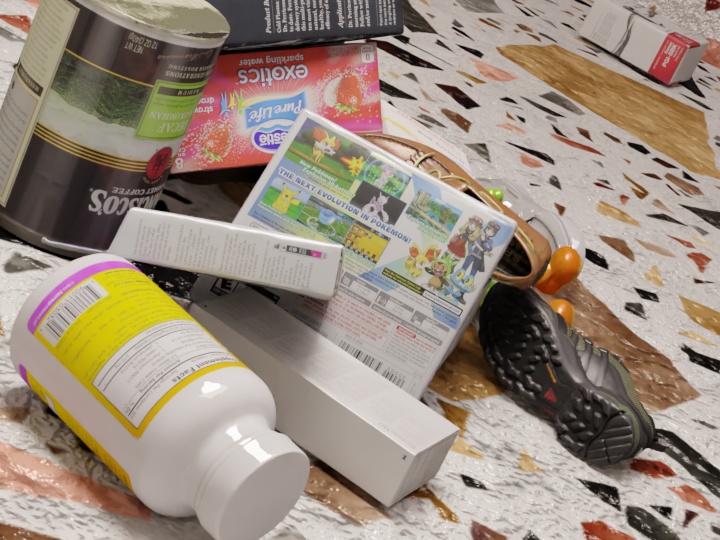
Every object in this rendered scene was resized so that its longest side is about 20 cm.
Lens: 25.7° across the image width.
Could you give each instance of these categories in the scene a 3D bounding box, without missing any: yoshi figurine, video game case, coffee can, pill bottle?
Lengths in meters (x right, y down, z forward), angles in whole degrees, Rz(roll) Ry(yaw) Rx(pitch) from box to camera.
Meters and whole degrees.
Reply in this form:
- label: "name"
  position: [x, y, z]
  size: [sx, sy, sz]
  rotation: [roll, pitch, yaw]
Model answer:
- label: "yoshi figurine"
  position: [0.117, -0.015, 1.447]
  size: [0.200, 0.112, 0.112]
  rotation: [23, 14, -23]
- label: "video game case"
  position: [-0.005, -0.007, 1.251]
  size: [0.200, 0.183, 0.022]
  rotation: [29, -13, 9]
- label: "coffee can"
  position: [-0.207, -0.129, 1.248]
  size: [0.146, 0.200, 0.146]
  rotation: [22, 22, -9]
- label: "pill bottle"
  position: [-0.123, 0.082, 0.984]
  size: [0.200, 0.104, 0.104]
  rotation: [39, 25, 30]

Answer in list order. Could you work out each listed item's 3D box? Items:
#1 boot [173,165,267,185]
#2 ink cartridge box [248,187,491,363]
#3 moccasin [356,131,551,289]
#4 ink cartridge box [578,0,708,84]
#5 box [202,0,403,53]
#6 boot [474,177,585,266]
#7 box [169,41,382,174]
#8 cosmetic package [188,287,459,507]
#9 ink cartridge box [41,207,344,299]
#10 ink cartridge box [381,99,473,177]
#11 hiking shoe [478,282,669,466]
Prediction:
- label: "boot"
  position: [-0.127, -0.147, 1.513]
  size: [0.200, 0.077, 0.155]
  rotation: [23, 34, -21]
- label: "ink cartridge box"
  position: [0.000, 0.000, 1.344]
  size: [0.200, 0.083, 0.147]
  rotation: [29, 20, 9]
- label: "moccasin"
  position: [0.068, -0.050, 1.336]
  size: [0.201, 0.074, 0.078]
  rotation: [40, 12, 10]
- label: "ink cartridge box"
  position: [0.525, -0.432, 2.928]
  size: [0.200, 0.083, 0.147]
  rotation: [33, 23, 17]
- label: "box"
  position: [-0.094, -0.258, 1.404]
  size: [0.196, 0.124, 0.200]
  rotation: [-7, 7, -26]
- label: "boot"
  position: [0.151, -0.045, 1.659]
  size: [0.095, 0.074, 0.200]
  rotation: [8, 19, -26]
- label: "box"
  position: [-0.087, -0.143, 1.389]
  size: [0.199, 0.100, 0.095]
  rotation: [-7, 7, -19]
- label: "cosmetic package"
  position: [-0.034, 0.089, 1.144]
  size: [0.200, 0.051, 0.083]
  rotation: [33, 19, 19]
- label: "ink cartridge box"
  position: [-0.112, -0.016, 1.131]
  size: [0.199, 0.043, 0.196]
  rotation: [12, -1, -2]
- label: "ink cartridge box"
  position: [0.053, -0.105, 1.629]
  size: [0.117, 0.067, 0.200]
  rotation: [32, 18, -17]
- label: "hiking shoe"
  position: [0.180, 0.090, 1.366]
  size: [0.101, 0.076, 0.200]
  rotation: [10, 37, -53]
